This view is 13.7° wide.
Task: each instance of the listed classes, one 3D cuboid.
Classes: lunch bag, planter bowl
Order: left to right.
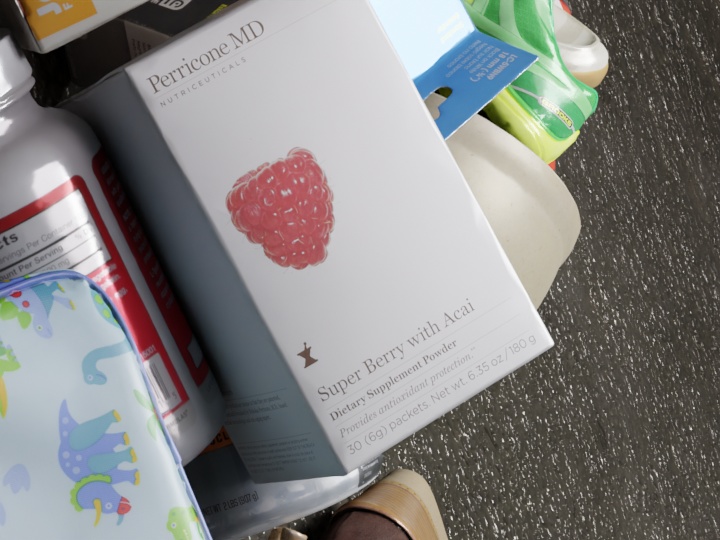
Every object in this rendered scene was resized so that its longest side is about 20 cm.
[{"bbox_3d":[-0.148,0.109,1.197,0.161,0.082,0.200,-23,92,-33],"label":"lunch bag"},{"bbox_3d":[0.000,0.000,1.597,0.200,0.200,0.135,47,59,-45],"label":"planter bowl"}]

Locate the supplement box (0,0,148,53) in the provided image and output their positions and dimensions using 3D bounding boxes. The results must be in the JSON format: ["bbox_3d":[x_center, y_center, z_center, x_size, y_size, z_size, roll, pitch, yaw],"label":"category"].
[{"bbox_3d":[-0.156,-0.173,1.365,0.126,0.073,0.200,66,-11,-13],"label":"supplement box"}]

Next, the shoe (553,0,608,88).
[{"bbox_3d":[0.049,-0.158,1.650,0.200,0.053,0.070,24,32,-1],"label":"shoe"}]

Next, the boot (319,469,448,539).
[{"bbox_3d":[0.022,0.224,1.622,0.200,0.072,0.166,64,35,-19],"label":"boot"}]

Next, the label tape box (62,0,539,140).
[{"bbox_3d":[-0.032,-0.125,1.513,0.144,0.200,0.063,-42,140,-36],"label":"label tape box"}]

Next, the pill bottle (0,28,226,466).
[{"bbox_3d":[-0.147,0.002,1.315,0.200,0.112,0.112,65,23,-14],"label":"pill bottle"}]

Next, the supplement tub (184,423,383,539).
[{"bbox_3d":[-0.076,0.026,1.449,0.200,0.122,0.123,69,22,-2],"label":"supplement tub"}]

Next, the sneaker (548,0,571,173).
[{"bbox_3d":[0.063,-0.118,1.705,0.108,0.067,0.202,37,43,-34],"label":"sneaker"}]

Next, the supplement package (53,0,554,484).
[{"bbox_3d":[-0.028,-0.020,1.342,0.200,0.121,0.120,61,-21,-5],"label":"supplement package"}]

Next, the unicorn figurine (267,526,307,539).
[{"bbox_3d":[-0.049,0.189,1.409,0.138,0.074,0.200,-66,161,-6],"label":"unicorn figurine"}]

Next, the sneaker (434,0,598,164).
[{"bbox_3d":[0.054,-0.145,1.600,0.084,0.074,0.200,-31,87,-28],"label":"sneaker"}]
